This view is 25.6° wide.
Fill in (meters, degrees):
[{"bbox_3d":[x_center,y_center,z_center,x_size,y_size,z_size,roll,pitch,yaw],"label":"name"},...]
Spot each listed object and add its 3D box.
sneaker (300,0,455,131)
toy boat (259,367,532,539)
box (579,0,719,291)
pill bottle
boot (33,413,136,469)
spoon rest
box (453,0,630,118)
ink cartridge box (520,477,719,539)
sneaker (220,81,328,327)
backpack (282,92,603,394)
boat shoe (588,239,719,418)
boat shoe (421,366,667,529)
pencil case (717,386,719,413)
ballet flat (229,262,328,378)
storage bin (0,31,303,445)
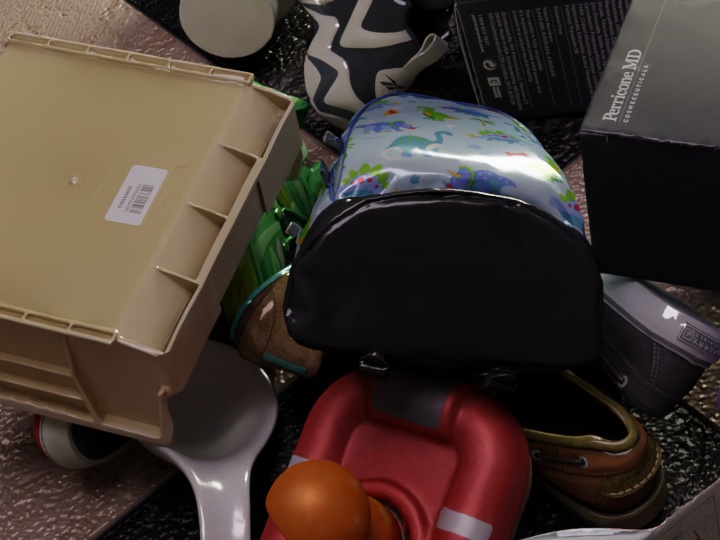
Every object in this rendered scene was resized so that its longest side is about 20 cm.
[{"bbox_3d":[0.016,-0.209,1.107,0.129,0.079,0.201,-28,51,33],"label":"sneaker"},{"bbox_3d":[-0.005,0.133,0.780,0.129,0.131,0.202,13,73,32],"label":"toy boat"},{"bbox_3d":[0.228,-0.090,0.819,0.180,0.105,0.201,10,51,22],"label":"box"},{"bbox_3d":[-0.092,-0.258,1.235,0.103,0.105,0.202,-9,45,13],"label":"pill bottle"},{"bbox_3d":[-0.190,0.044,1.007,0.142,0.073,0.201,0,40,22],"label":"boot"},{"bbox_3d":[-0.087,0.108,0.898,0.098,0.061,0.201,3,43,-18],"label":"spoon rest"},{"bbox_3d":[0.175,-0.194,1.066,0.197,0.105,0.149,-2,46,19],"label":"box"},{"bbox_3d":[0.100,0.164,0.704,0.199,0.163,0.050,-36,47,-15],"label":"ink cartridge box"},{"bbox_3d":[-0.057,-0.043,1.027,0.082,0.074,0.202,4,58,-12],"label":"sneaker"},{"bbox_3d":[0.043,-0.021,0.856,0.161,0.200,0.156,4,91,1],"label":"backpack"},{"bbox_3d":[0.133,0.026,0.889,0.067,0.069,0.200,-61,28,8],"label":"boat shoe"},{"bbox_3d":[0.083,0.067,0.873,0.199,0.068,0.072,23,59,37],"label":"boat shoe"},{"bbox_3d":[0.241,0.005,0.859,0.083,0.086,0.201,12,50,12],"label":"pencil case"},{"bbox_3d":[0.000,0.000,0.971,0.072,0.068,0.200,32,45,11],"label":"ballet flat"},{"bbox_3d":[-0.154,-0.024,0.917,0.196,0.094,0.201,12,55,18],"label":"storage bin"}]
